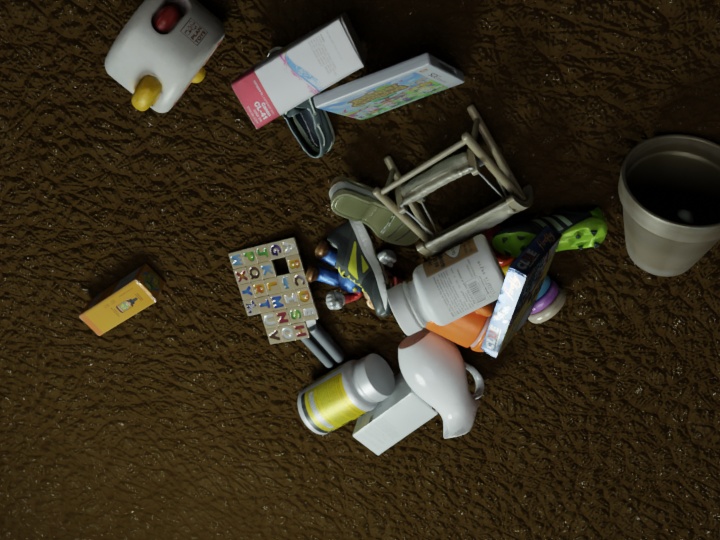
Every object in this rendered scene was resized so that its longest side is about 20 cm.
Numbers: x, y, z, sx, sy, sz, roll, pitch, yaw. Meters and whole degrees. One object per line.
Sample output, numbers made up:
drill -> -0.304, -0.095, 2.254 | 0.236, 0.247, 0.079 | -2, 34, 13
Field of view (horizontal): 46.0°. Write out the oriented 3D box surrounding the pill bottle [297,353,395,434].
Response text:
pill bottle -> -0.030, 0.260, 1.797 | 0.199, 0.115, 0.114 | -32, 112, 32

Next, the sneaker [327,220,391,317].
sneaker -> 0.000, 0.000, 1.570 | 0.084, 0.202, 0.075 | -23, 158, 6

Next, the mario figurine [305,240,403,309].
mario figurine -> -0.002, 0.015, 1.621 | 0.197, 0.107, 0.125 | 22, 126, 1

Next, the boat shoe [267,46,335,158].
boat shoe -> -0.105, -0.285, 1.459 | 0.072, 0.062, 0.202 | -13, 120, 27

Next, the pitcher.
pitcher -> 0.169, 0.202, 1.689 | 0.120, 0.172, 0.202 | -24, 103, 38

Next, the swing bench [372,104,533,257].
swing bench -> 0.162, -0.135, 1.454 | 0.197, 0.130, 0.201 | -28, 113, 29

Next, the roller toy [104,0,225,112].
roller toy -> -0.312, -0.358, 1.383 | 0.139, 0.200, 0.183 | 37, 106, -15

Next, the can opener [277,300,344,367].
can opener -> -0.101, 0.121, 1.758 | 0.052, 0.067, 0.201 | -27, 122, 18

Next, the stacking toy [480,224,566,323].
stacking toy -> 0.286, -0.001, 1.555 | 0.085, 0.086, 0.200 | -34, 105, 32

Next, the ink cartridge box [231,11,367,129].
ink cartridge box -> -0.094, -0.319, 1.342 | 0.198, 0.148, 0.086 | -26, 107, 11

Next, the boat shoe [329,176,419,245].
boat shoe -> 0.030, -0.113, 1.543 | 0.198, 0.069, 0.075 | 27, 125, -32

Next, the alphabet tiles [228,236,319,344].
alphabet tiles -> -0.170, 0.046, 1.693 | 0.165, 0.008, 0.203 | -12, 100, 29

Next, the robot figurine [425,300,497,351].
robot figurine -> 0.196, 0.081, 1.610 | 0.198, 0.117, 0.145 | 25, 125, -3

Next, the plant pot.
plant pot -> 0.508, -0.089, 1.376 | 0.196, 0.202, 0.175 | 7, 144, 10

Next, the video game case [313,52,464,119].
video game case -> 0.049, -0.288, 1.353 | 0.197, 0.182, 0.022 | -15, 87, 24

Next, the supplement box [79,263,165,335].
supplement box -> -0.509, 0.064, 1.816 | 0.198, 0.069, 0.067 | -27, 116, 31

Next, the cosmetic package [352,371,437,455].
cosmetic package -> 0.080, 0.288, 1.791 | 0.081, 0.113, 0.200 | 37, 124, -13

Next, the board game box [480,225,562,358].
board game box -> 0.272, 0.038, 1.444 | 0.034, 0.135, 0.202 | 30, 136, 20

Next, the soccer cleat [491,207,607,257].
soccer cleat -> 0.329, -0.068, 1.485 | 0.197, 0.082, 0.068 | -6, 130, 15

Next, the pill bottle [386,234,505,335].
pill bottle -> 0.151, 0.030, 1.484 | 0.198, 0.115, 0.115 | -27, 116, 10
